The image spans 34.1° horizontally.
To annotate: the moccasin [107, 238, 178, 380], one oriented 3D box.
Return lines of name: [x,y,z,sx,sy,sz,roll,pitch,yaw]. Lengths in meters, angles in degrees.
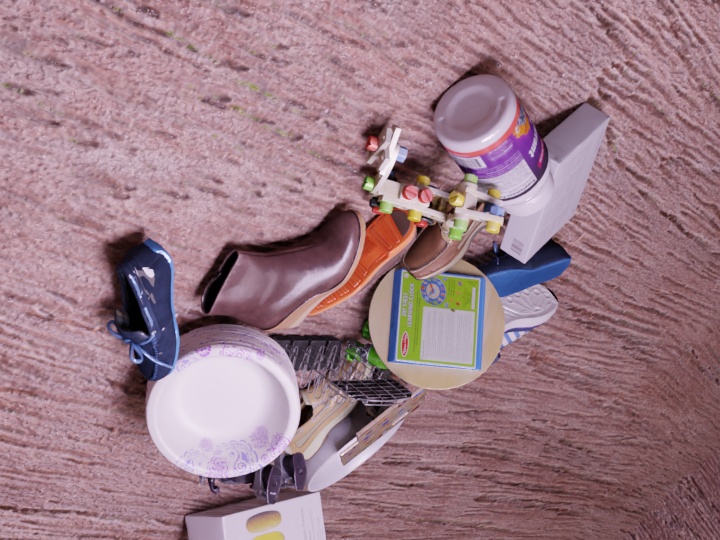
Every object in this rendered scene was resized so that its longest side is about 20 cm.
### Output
moccasin: [-0.264,0.053,1.387,0.068,0.080,0.201,-33,137,-38]

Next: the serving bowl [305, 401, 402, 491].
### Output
serving bowl: [-0.024,0.271,1.907,0.200,0.066,0.200,-36,162,-14]

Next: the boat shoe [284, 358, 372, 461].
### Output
boat shoe: [-0.060,0.202,1.799,0.076,0.072,0.201,31,96,-32]

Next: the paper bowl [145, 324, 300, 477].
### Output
paper bowl: [-0.182,0.163,1.544,0.199,0.105,0.202,-3,117,-6]

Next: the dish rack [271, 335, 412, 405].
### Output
dish rack: [-0.031,0.149,1.648,0.153,0.200,0.055,3,112,-47]

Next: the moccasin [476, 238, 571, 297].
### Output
moccasin: [0.241,-0.006,1.854,0.199,0.068,0.081,-10,146,-37]

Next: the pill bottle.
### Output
pill bottle: [0.183,-0.156,1.537,0.111,0.112,0.200,-41,140,3]

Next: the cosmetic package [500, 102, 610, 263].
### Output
cosmetic package: [0.285,-0.127,1.722,0.151,0.052,0.201,-37,153,-37]

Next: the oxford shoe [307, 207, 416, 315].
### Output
oxford shoe: [0.000,0.000,1.610,0.200,0.071,0.073,-36,156,-2]

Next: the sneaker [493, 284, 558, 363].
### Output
sneaker: [0.230,0.105,1.978,0.199,0.081,0.147,-21,152,-33]

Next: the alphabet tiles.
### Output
alphabet tiles: [0.035,0.236,1.800,0.167,0.008,0.200,-37,166,-9]

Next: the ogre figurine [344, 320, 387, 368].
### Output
ogre figurine: [0.087,0.111,1.776,0.199,0.120,0.099,4,108,-44]

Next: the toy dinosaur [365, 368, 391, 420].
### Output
toy dinosaur: [0.028,0.180,1.814,0.200,0.047,0.088,-69,178,-50]

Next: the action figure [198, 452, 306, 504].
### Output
action figure: [-0.170,0.304,1.741,0.130,0.070,0.199,1,174,-41]

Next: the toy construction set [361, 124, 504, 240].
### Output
toy construction set: [0.080,-0.102,1.493,0.093,0.199,0.131,-62,-165,-12]

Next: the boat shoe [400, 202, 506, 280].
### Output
boat shoe: [0.132,-0.075,1.657,0.200,0.076,0.074,-44,144,-8]

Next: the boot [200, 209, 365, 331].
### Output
boot: [-0.095,-0.006,1.499,0.166,0.072,0.200,16,116,-50]

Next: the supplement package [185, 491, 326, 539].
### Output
supplement package: [-0.167,0.431,1.894,0.199,0.115,0.109,-6,176,-42]

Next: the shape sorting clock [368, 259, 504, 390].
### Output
shape sorting clock: [0.110,0.074,1.700,0.199,0.201,0.039,-31,170,-14]
